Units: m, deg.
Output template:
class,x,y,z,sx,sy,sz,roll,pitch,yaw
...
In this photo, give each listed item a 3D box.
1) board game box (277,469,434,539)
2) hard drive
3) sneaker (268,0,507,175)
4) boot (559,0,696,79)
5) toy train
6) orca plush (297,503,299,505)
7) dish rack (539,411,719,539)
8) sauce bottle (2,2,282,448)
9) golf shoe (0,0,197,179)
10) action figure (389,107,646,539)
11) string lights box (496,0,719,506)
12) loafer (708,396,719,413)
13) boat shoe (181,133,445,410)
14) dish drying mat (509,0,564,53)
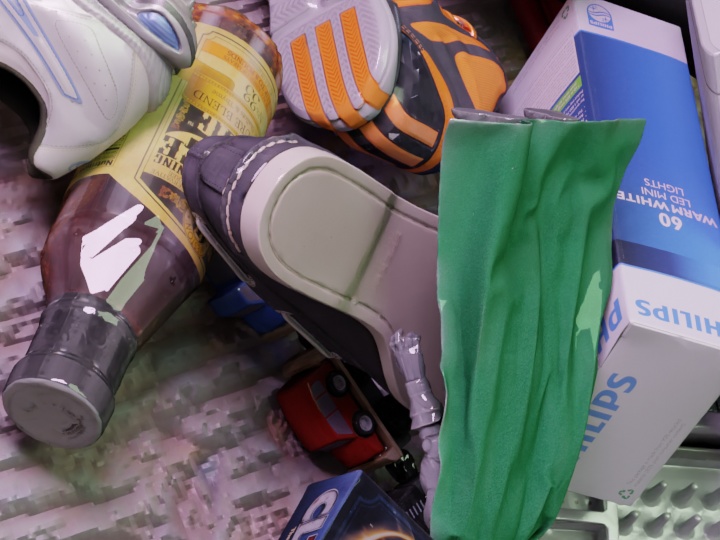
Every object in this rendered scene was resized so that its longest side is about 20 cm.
class,x,y,z,sx,sy,sz,roll,pitch,yaw
board game box,0.028,0.188,1.044,0.200,0.035,0.136,44,54,-19
hard drive,0.164,-0.041,1.247,0.132,0.027,0.200,-91,170,-56
sneaker,0.003,-0.126,1.282,0.112,0.077,0.201,32,43,-49
boot,0.132,-0.134,1.322,0.200,0.165,0.066,28,90,-25
toy train,-0.010,0.055,1.200,0.046,0.034,0.200,-38,99,-36
orca plush,0.020,0.180,1.141,0.071,0.105,0.200,-30,96,-16
dish rack,0.149,0.147,1.254,0.199,0.044,0.172,5,64,-16
sauce bottle,-0.085,-0.018,1.139,0.066,0.066,0.200,39,48,-24
golf shoe,-0.160,-0.119,1.110,0.200,0.078,0.097,40,79,1
action figure,0.053,0.038,1.133,0.118,0.055,0.201,-1,102,-43
string lights box,0.102,-0.012,1.246,0.059,0.103,0.200,16,43,-20
loafer,0.169,0.105,1.341,0.072,0.063,0.201,-7,69,-19
boat shoe,0.000,0.000,1.155,0.073,0.063,0.200,-59,140,-7
dish drying mat,0.107,-0.120,1.410,0.077,0.018,0.201,-18,83,-48
